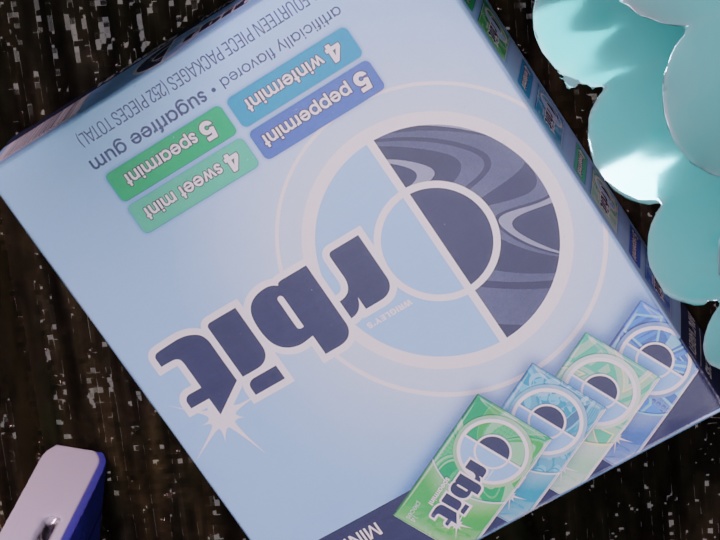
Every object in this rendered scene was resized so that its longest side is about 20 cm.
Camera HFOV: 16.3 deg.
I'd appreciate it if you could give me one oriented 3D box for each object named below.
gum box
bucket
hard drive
[{"bbox_3d":[0.000,0.000,0.853,0.170,0.045,0.200,-30,105,16],"label":"gum box"},{"bbox_3d":[0.127,-0.082,0.719,0.135,0.207,0.207,-24,106,-1],"label":"bucket"},{"bbox_3d":[-0.122,0.180,0.889,0.025,0.132,0.200,9,111,3],"label":"hard drive"}]
